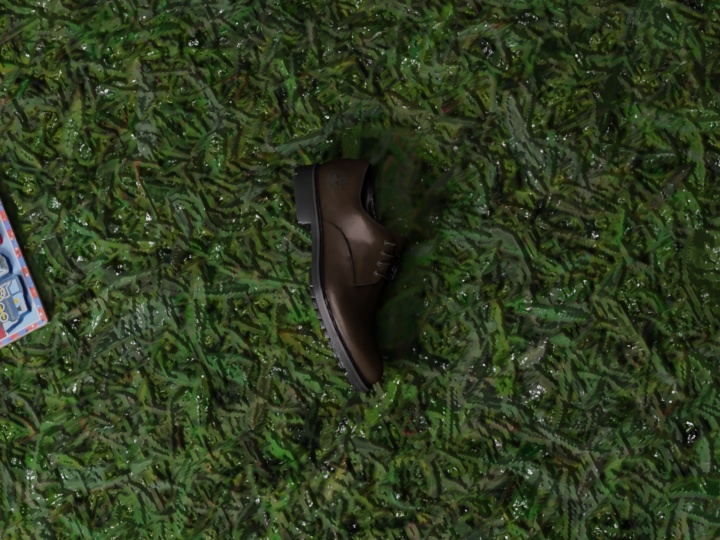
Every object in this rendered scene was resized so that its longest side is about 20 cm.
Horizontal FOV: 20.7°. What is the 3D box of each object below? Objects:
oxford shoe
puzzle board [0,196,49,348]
[{"bbox_3d":[0.000,0.000,1.648,0.084,0.073,0.202,-12,78,11],"label":"oxford shoe"},{"bbox_3d":[-0.380,-0.010,1.782,0.150,0.017,0.201,-27,75,10],"label":"puzzle board"}]
